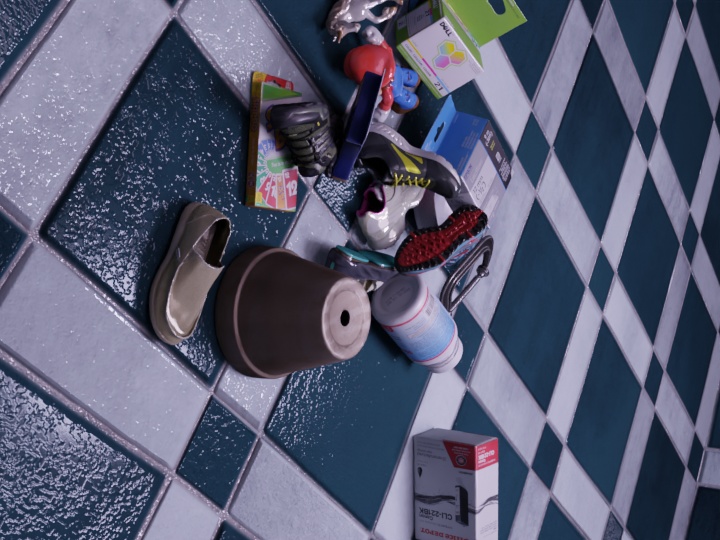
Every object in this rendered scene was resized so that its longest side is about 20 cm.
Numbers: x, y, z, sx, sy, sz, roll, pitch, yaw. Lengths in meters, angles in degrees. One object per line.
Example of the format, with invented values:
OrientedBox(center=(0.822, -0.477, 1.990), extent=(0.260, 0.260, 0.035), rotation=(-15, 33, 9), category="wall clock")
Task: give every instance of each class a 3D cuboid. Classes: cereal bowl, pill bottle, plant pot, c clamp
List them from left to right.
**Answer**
OrientedBox(center=(-0.086, 0.065, 1.434), extent=(0.199, 0.172, 0.204), rotation=(-2, 93, -52), category="plant pot")
OrientedBox(center=(0.107, 0.098, 1.746), extent=(0.200, 0.108, 0.110), rotation=(51, 53, -41), category="pill bottle")
OrientedBox(center=(0.158, -0.128, 1.824), extent=(0.199, 0.082, 0.204), rotation=(-3, 94, -53), category="cereal bowl")
OrientedBox(center=(0.195, 0.030, 1.863), extent=(0.200, 0.027, 0.172), rotation=(-49, 151, -20), category="c clamp")

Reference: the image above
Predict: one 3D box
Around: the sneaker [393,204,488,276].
OrientedBox(center=(0.141, -0.031, 1.697), extent=(0.198, 0.079, 0.096), rotation=(-28, 150, -25), category="sneaker")

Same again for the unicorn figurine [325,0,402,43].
OrientedBox(center=(0.000, -0.453, 1.597), extent=(0.135, 0.074, 0.203), rotation=(-9, 77, -16), category="unicorn figurine")

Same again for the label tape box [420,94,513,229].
OrientedBox(center=(0.194, -0.193, 1.749), extent=(0.201, 0.065, 0.144), rotation=(57, 50, -39), category="label tape box")

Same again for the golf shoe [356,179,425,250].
OrientedBox(center=(0.055, -0.134, 1.696), extent=(0.092, 0.075, 0.202), rotation=(51, 52, -37), category="golf shoe")

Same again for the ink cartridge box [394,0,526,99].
OrientedBox(center=(0.179, -0.419, 1.723), extent=(0.148, 0.198, 0.077), rotation=(42, 33, -38), category="ink cartridge box")

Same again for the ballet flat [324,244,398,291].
OrientedBox(center=(0.000, 0.000, 1.641), extent=(0.199, 0.072, 0.074), rotation=(8, 86, -59), category="ballet flat")

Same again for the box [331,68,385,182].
OrientedBox(center=(-0.005, -0.230, 1.539), extent=(0.032, 0.200, 0.123), rotation=(17, 73, -6), category="box")

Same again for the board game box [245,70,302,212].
OrientedBox(center=(-0.131, -0.195, 1.482), extent=(0.095, 0.030, 0.204), rotation=(4, 86, -54), category="board game box")

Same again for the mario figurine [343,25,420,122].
OrientedBox(center=(0.026, -0.333, 1.665), extent=(0.125, 0.105, 0.199), rotation=(62, 20, 19), category="mario figurine")

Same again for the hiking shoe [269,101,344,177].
OrientedBox(center=(-0.074, -0.193, 1.464), extent=(0.199, 0.075, 0.103), rotation=(5, 85, -67), category="hiking shoe")

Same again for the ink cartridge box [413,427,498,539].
OrientedBox(center=(0.179, 0.411, 1.829), extent=(0.083, 0.143, 0.204), rotation=(-7, 97, -51), category="ink cartridge box")

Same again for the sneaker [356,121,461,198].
OrientedBox(center=(0.076, -0.168, 1.659), extent=(0.085, 0.198, 0.075), rotation=(-60, 180, -31), category="sneaker")

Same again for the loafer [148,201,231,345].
OrientedBox(center=(-0.228, 0.002, 1.324), extent=(0.075, 0.068, 0.203), rotation=(27, 70, -50), category="loafer")

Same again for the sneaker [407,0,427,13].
OrientedBox(center=(0.141, -0.455, 1.807), extent=(0.201, 0.072, 0.083), rotation=(59, 35, -46), category="sneaker")
